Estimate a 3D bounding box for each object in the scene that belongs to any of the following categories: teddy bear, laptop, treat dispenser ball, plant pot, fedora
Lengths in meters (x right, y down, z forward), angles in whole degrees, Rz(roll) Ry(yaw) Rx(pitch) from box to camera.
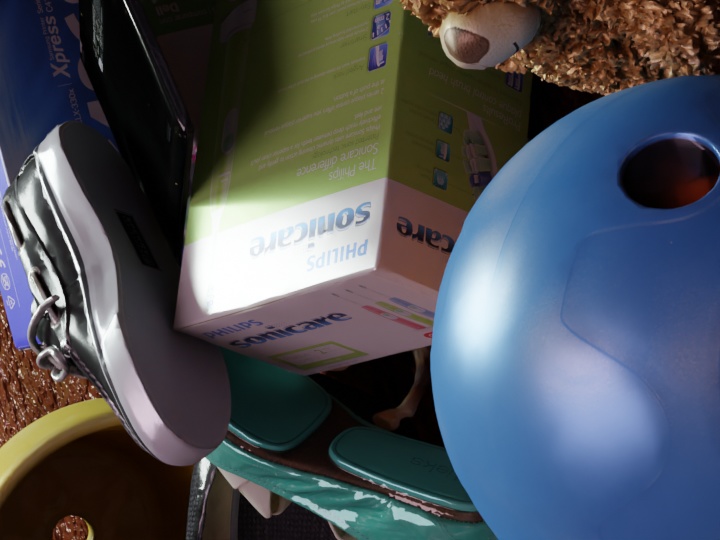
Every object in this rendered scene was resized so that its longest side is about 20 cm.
[{"bbox_3d":[0.093,-0.093,0.839,0.145,0.200,0.067,26,95,34],"label":"teddy bear"},{"bbox_3d":[-0.075,-0.135,1.033,0.187,0.116,0.200,108,140,-71],"label":"laptop"},{"bbox_3d":[0.125,0.031,0.762,0.201,0.200,0.201,26,124,47],"label":"treat dispenser ball"},{"bbox_3d":[-0.159,0.173,1.306,0.189,0.200,0.201,-173,71,-70],"label":"plant pot"},{"bbox_3d":[-0.022,0.118,1.136,0.091,0.201,0.201,12,118,15],"label":"fedora"}]

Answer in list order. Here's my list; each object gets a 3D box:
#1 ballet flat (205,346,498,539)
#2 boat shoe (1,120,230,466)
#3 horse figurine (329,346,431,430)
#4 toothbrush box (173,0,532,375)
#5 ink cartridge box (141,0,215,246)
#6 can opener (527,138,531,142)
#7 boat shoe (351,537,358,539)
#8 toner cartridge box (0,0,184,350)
[{"bbox_3d":[-0.020,0.097,1.013,0.200,0.067,0.071,24,124,23],"label":"ballet flat"},{"bbox_3d":[-0.124,0.020,1.004,0.068,0.074,0.200,-42,58,21],"label":"boat shoe"},{"bbox_3d":[0.000,0.000,1.072,0.200,0.133,0.050,26,146,23],"label":"horse figurine"},{"bbox_3d":[-0.001,-0.067,0.974,0.145,0.086,0.201,-17,59,47],"label":"toothbrush box"},{"bbox_3d":[-0.091,-0.057,1.194,0.145,0.084,0.200,-38,72,54],"label":"ink cartridge box"},{"bbox_3d":[0.028,-0.067,1.048,0.200,0.066,0.053,40,133,46],"label":"can opener"},{"bbox_3d":[0.073,0.192,1.018,0.200,0.072,0.065,42,166,28],"label":"boat shoe"},{"bbox_3d":[-0.158,-0.067,1.127,0.043,0.095,0.201,-11,94,55],"label":"toner cartridge box"}]
